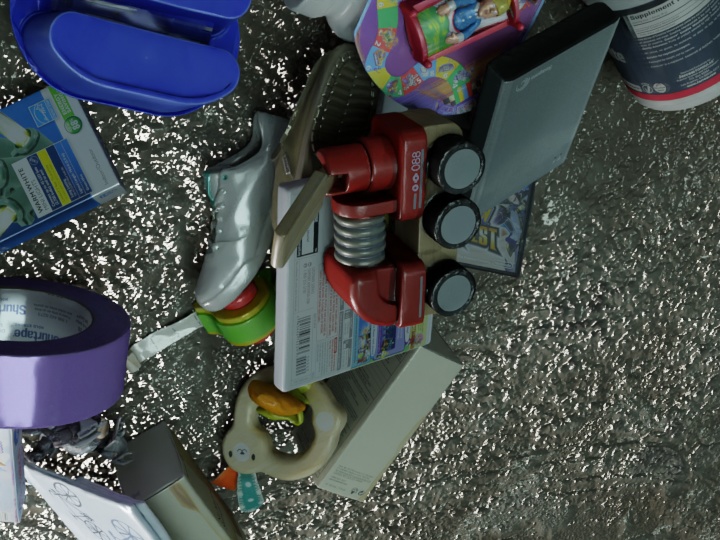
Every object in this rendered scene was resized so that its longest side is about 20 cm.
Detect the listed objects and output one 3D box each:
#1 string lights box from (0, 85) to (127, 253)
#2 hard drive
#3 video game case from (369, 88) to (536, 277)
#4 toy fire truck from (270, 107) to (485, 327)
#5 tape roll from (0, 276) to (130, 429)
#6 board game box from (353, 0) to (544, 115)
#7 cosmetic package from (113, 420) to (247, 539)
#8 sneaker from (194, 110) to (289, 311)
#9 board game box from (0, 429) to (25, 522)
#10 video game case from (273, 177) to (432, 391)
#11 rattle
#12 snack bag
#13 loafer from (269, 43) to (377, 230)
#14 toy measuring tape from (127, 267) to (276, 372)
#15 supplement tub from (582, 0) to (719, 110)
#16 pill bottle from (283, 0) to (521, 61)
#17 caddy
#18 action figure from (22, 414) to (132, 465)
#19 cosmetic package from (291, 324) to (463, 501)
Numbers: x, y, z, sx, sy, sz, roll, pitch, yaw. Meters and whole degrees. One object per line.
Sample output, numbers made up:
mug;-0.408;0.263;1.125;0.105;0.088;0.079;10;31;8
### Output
string lights box;-0.314;-0.072;0.874;0.199;0.059;0.104;-28;92;-7
hard drive;0.159;-0.145;0.955;0.139;0.033;0.201;-31;155;-22
video game case;0.093;-0.099;1.034;0.198;0.025;0.183;10;90;-27
toy fire truck;0.001;-0.030;0.852;0.198;0.129;0.178;-11;119;-23
tape roll;-0.305;0.066;0.892;0.198;0.200;0.066;2;106;-24
board game box;0.089;-0.221;0.852;0.157;0.039;0.201;16;110;-29
cosmetic package;-0.190;0.275;1.130;0.071;0.105;0.201;-30;127;-6
sneaker;-0.122;-0.060;0.987;0.088;0.075;0.201;28;95;-30
board game box;-0.414;0.165;0.935;0.198;0.041;0.200;7;141;-12
video game case;0.000;0.000;0.954;0.181;0.022;0.202;-15;120;-34
rattle;-0.116;0.197;1.085;0.200;0.143;0.130;-41;97;18
snack bag;-0.256;0.275;1.069;0.021;0.198;0.190;-53;134;-33
loafer;-0.044;-0.109;0.924;0.075;0.068;0.202;5;106;-45
toy measuring tape;-0.149;0.060;1.041;0.199;0.074;0.074;-29;126;-5
supplement tub;0.294;-0.270;0.993;0.140;0.141;0.200;-38;126;2
pill bottle;0.038;-0.251;0.910;0.198;0.117;0.117;12;114;-27
caddy;-0.186;-0.207;0.848;0.198;0.105;0.143;9;93;-29
action figure;-0.315;0.151;1.011;0.199;0.070;0.130;29;141;-23
cosmetic package;0.015;0.145;1.142;0.073;0.104;0.201;26;107;-34
